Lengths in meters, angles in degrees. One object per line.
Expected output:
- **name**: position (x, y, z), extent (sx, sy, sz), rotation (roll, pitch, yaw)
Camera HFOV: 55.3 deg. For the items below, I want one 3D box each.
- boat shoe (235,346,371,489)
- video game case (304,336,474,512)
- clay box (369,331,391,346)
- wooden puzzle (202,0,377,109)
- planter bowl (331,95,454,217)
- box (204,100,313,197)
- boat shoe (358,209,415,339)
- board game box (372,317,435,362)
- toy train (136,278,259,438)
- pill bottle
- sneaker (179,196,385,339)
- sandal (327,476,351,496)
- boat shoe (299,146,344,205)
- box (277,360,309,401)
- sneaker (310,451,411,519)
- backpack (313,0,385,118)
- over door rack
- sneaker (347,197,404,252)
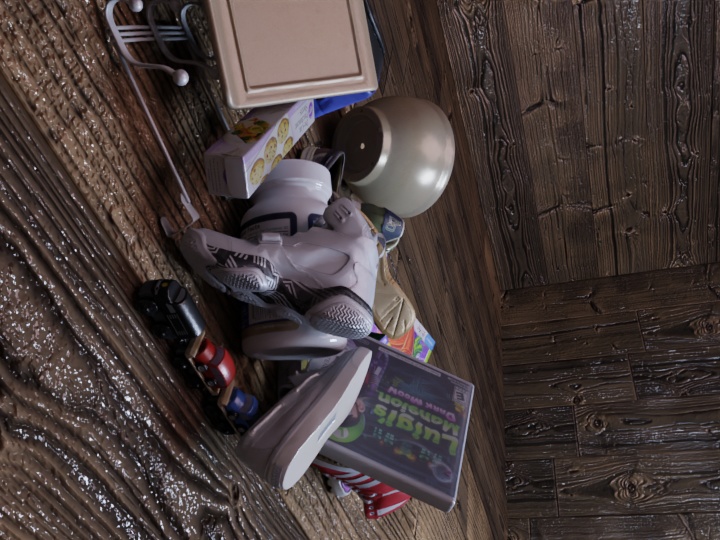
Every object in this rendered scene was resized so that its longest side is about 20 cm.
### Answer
- **boat shoe**: position (-0.052, 0.132, 0.686), extent (0.200, 0.068, 0.073), rotation (-49, 157, -47)
- **video game case**: position (0.026, 0.153, 0.770), extent (0.183, 0.197, 0.024), rotation (-64, 179, -54)
- **clay box**: position (0.021, 0.196, 0.889), extent (0.114, 0.047, 0.203), rotation (-38, 113, -32)
- **wooden puzzle**: position (-0.072, -0.261, 0.670), extent (0.198, 0.037, 0.189), rotation (-19, 102, -39)
- **planter bowl**: position (0.037, -0.195, 1.128), extent (0.133, 0.198, 0.204), rotation (3, 78, -46)
- **box**: position (-0.093, -0.133, 0.674), extent (0.201, 0.038, 0.042), rotation (-65, 159, -56)
- **boat shoe**: position (0.000, 0.000, 0.874), extent (0.069, 0.073, 0.202), rotation (29, -30, 59)
- **board game box**: position (0.015, 0.091, 0.954), extent (0.201, 0.044, 0.136), rotation (50, 52, -29)
- **toy train**: position (-0.137, 0.085, 0.621), extent (0.034, 0.045, 0.202), rotation (-78, 155, -48)
- **pill bottle**: position (-0.074, -0.010, 0.753), extent (0.116, 0.114, 0.204), rotation (36, 49, -67)
- **sneaker**: position (-0.066, -0.020, 0.659), extent (0.075, 0.197, 0.117), rotation (-33, -145, 64)
- **sandal**: position (-0.031, 0.203, 0.913), extent (0.083, 0.049, 0.206), rotation (-61, 140, -64)
- **boat shoe**: position (-0.057, -0.093, 0.935), extent (0.073, 0.064, 0.203), rotation (60, 28, -54)
- **box**: position (-0.073, 0.111, 0.820), extent (0.041, 0.038, 0.204), rotation (21, 61, -50)
- **sneaker**: position (-0.010, 0.223, 0.782), extent (0.072, 0.197, 0.113), rotation (-95, -153, -46)
- **backpack**: position (-0.074, -0.292, 0.793), extent (0.163, 0.165, 0.202), rotation (-88, 157, -59)
- **over door rack**: position (-0.152, -0.153, 0.647), extent (0.148, 0.065, 0.204), rotation (-52, 132, -66)
- **sneaker**: position (0.010, -0.046, 0.976), extent (0.200, 0.088, 0.068), rotation (126, -24, -78)
